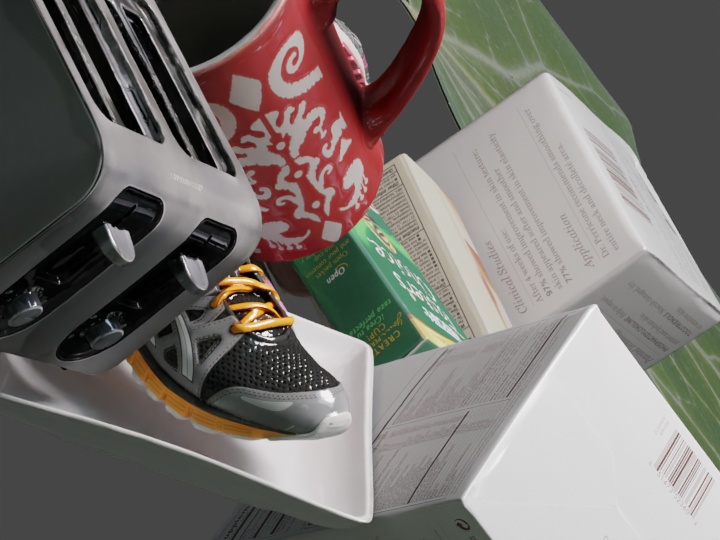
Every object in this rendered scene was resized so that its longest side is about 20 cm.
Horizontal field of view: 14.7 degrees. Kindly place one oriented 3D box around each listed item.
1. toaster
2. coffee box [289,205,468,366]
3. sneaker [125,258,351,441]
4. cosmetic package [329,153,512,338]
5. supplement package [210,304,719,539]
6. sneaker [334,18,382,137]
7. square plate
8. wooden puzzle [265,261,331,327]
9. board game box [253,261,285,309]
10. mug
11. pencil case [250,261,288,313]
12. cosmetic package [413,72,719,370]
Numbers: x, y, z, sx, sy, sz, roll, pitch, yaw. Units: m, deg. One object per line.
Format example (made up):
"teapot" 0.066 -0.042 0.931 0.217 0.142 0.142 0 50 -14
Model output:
"toaster" -0.150 -0.066 1.237 0.201 0.118 0.181 62 13 18
"coffee box" 0.000 0.000 1.589 0.200 0.044 0.123 56 10 33
"sneaker" -0.077 0.012 1.322 0.200 0.078 0.078 38 25 30
"cosmetic package" 0.041 0.038 1.858 0.087 0.103 0.201 41 22 -53
"supplement package" 0.069 0.149 1.391 0.192 0.199 0.147 53 50 -18
"sneaker" -0.038 -0.125 1.655 0.200 0.080 0.075 61 16 -77
"square plate" -0.089 0.053 1.357 0.199 0.029 0.198 20 22 -8
"wooden puzzle" -0.067 -0.055 1.754 0.200 0.037 0.186 40 25 -81
"board game box" -0.126 -0.061 1.623 0.153 0.040 0.201 36 25 -57
"mug" -0.047 -0.093 1.418 0.134 0.177 0.200 -66 154 -22
"pencil case" -0.033 0.079 1.526 0.200 0.087 0.083 45 -3 -33
"cosmetic package" 0.118 0.000 1.999 0.166 0.199 0.168 33 27 -58
